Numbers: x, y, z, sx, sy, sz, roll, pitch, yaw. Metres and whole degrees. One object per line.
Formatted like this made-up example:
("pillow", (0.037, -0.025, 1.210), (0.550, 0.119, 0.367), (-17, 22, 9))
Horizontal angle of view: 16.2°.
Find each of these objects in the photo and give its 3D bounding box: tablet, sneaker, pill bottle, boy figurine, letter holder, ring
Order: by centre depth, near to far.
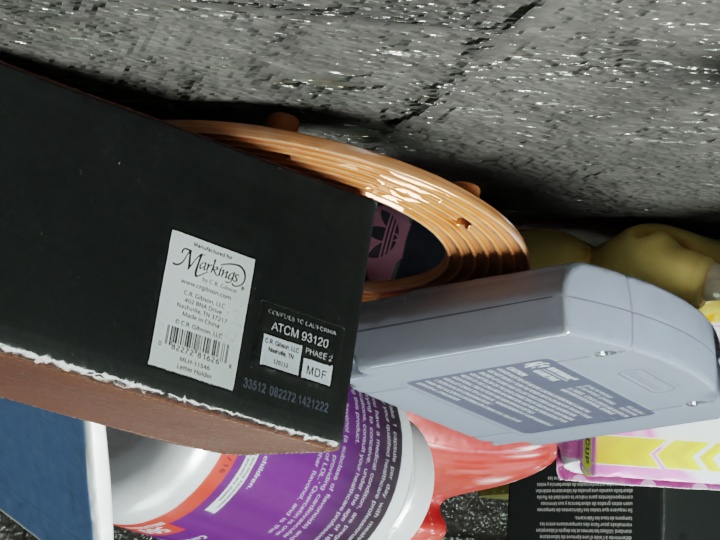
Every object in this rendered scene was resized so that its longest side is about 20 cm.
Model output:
("letter holder", (-0.119, 0.002, 0.960), (0.199, 0.101, 0.142), (19, 162, -36))
("ring", (-0.027, -0.023, 1.041), (0.199, 0.019, 0.201), (9, 162, 3))
("tablet", (-0.172, 0.043, 1.112), (0.014, 0.131, 0.199), (-25, -143, -35))
("pill bottle", (-0.051, 0.079, 1.170), (0.112, 0.113, 0.200), (-3, 162, 36))
("boy figurine", (0.149, 0.012, 1.193), (0.198, 0.065, 0.124), (0, 175, -6))
("sneaker", (0.000, 0.000, 1.203), (0.082, 0.071, 0.200), (22, 162, -18))

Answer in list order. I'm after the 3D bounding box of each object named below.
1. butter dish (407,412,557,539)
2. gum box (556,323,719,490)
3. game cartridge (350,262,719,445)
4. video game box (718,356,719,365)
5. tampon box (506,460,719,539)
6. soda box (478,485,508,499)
("butter dish", (0.031, 0.080, 1.421), (0.199, 0.149, 0.199), (7, 170, -27))
("gum box", (0.198, 0.055, 1.297), (0.198, 0.115, 0.066), (5, 172, -10))
("game cartridge", (0.083, 0.039, 1.101), (0.132, 0.041, 0.200), (-6, 165, 25))
("video game box", (0.288, 0.031, 1.121), (0.182, 0.047, 0.199), (-28, 154, 36))
("tampon box", (0.186, 0.139, 1.596), (0.126, 0.202, 0.149), (-4, 170, 43))
("soda box", (0.172, 0.185, 2.433), (0.063, 0.068, 0.200), (4, 172, -14))
